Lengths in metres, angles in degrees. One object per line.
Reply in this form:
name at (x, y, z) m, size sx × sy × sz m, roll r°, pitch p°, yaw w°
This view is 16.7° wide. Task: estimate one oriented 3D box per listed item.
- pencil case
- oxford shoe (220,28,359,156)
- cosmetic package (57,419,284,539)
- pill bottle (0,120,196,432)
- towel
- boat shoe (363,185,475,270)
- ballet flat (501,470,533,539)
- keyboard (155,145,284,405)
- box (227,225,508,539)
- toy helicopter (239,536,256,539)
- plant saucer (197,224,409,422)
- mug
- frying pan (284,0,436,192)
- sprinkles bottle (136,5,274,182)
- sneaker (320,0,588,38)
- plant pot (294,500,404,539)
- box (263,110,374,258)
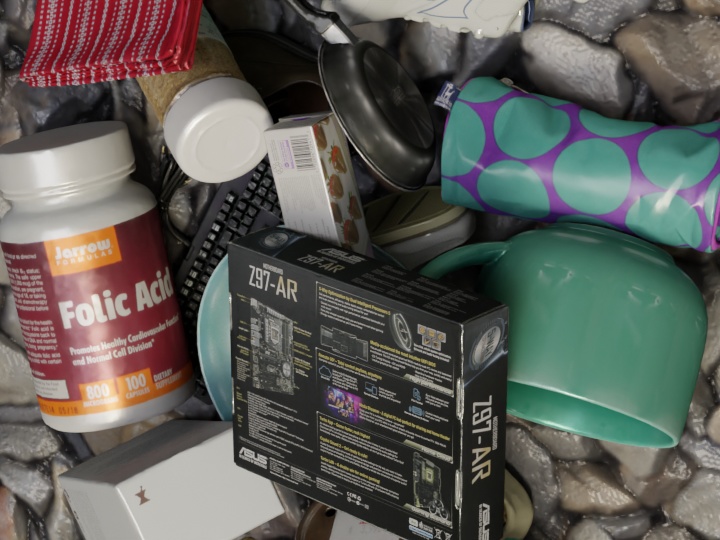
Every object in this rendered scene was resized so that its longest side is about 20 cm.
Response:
pencil case at (0.148, -0.071, 1.572) m, size 0.200 × 0.085 × 0.093 m, roll 13°, pitch 73°, yaw 22°
oxford shoe at (-0.068, -0.118, 1.667) m, size 0.200 × 0.084 × 0.073 m, roll 9°, pitch 112°, yaw 26°
cosmetic package at (-0.136, 0.156, 1.719) m, size 0.071 × 0.101 × 0.200 m, roll 66°, pitch 163°, yaw -5°
pill bottle at (-0.189, 0.003, 1.727) m, size 0.114 × 0.114 × 0.200 m, roll -5°, pitch 104°, yaw 28°
towel at (-0.160, -0.196, 1.628) m, size 0.200 × 0.022 × 0.145 m, roll -1°, pitch 77°, yaw 52°
boat shoe at (0.000, 0.000, 1.683) m, size 0.200 × 0.075 × 0.068 m, roll -19°, pitch 108°, yaw 33°
ballet flat at (0.036, 0.119, 1.701) m, size 0.200 × 0.069 × 0.070 m, roll 41°, pitch 120°, yaw 10°
keyboard at (-0.114, -0.010, 1.762) m, size 0.127 × 0.021 × 0.200 m, roll 34°, pitch 117°, yaw 13°
box at (0.002, 0.074, 1.532) m, size 0.200 × 0.043 × 0.161 m, roll 18°, pitch 118°, yaw 40°
toy helicopter at (-0.073, 0.248, 1.717) m, size 0.079 × 0.200 × 0.132 m, roll -33°, pitch 64°, yaw 31°
plant saucer at (-0.018, 0.059, 1.654) m, size 0.200 × 0.027 × 0.200 m, roll 12°, pitch 115°, yaw 25°
mug at (0.135, 0.032, 1.557) m, size 0.152 × 0.185 × 0.115 m, roll 8°, pitch 76°, yaw 40°
frying pan at (-0.002, -0.138, 1.593) m, size 0.031 × 0.115 × 0.190 m, roll -30°, pitch 77°, yaw 24°
sprinkles bottle at (-0.122, -0.144, 1.636) m, size 0.068 × 0.068 × 0.200 m, roll -60°, pitch 40°, yaw 28°
sneaker at (0.064, -0.185, 1.588) m, size 0.200 × 0.075 × 0.087 m, roll -15°, pitch 105°, yaw 31°
plant pot at (0.033, 0.232, 1.625) m, size 0.187 × 0.187 × 0.200 m, roll 1°, pitch 137°, yaw 27°
box at (-0.016, -0.003, 1.588) m, size 0.041 × 0.039 × 0.200 m, roll -5°, pitch 107°, yaw 33°
